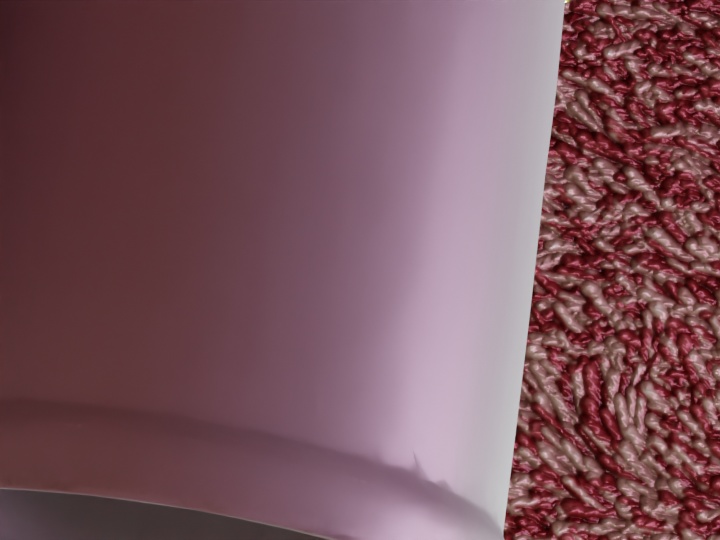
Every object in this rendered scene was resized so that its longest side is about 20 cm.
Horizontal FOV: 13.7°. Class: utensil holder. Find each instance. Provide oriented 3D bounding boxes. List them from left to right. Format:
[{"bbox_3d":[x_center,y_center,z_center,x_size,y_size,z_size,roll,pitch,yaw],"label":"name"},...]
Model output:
[{"bbox_3d":[-0.035,-0.018,0.763,0.170,0.170,0.200,102,-3,-72],"label":"utensil holder"}]

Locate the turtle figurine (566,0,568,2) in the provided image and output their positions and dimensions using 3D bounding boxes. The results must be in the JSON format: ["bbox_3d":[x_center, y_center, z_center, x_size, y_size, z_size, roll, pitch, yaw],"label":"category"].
[{"bbox_3d":[0.040,-0.060,1.207,0.200,0.064,0.161,-48,157,-62],"label":"turtle figurine"}]
